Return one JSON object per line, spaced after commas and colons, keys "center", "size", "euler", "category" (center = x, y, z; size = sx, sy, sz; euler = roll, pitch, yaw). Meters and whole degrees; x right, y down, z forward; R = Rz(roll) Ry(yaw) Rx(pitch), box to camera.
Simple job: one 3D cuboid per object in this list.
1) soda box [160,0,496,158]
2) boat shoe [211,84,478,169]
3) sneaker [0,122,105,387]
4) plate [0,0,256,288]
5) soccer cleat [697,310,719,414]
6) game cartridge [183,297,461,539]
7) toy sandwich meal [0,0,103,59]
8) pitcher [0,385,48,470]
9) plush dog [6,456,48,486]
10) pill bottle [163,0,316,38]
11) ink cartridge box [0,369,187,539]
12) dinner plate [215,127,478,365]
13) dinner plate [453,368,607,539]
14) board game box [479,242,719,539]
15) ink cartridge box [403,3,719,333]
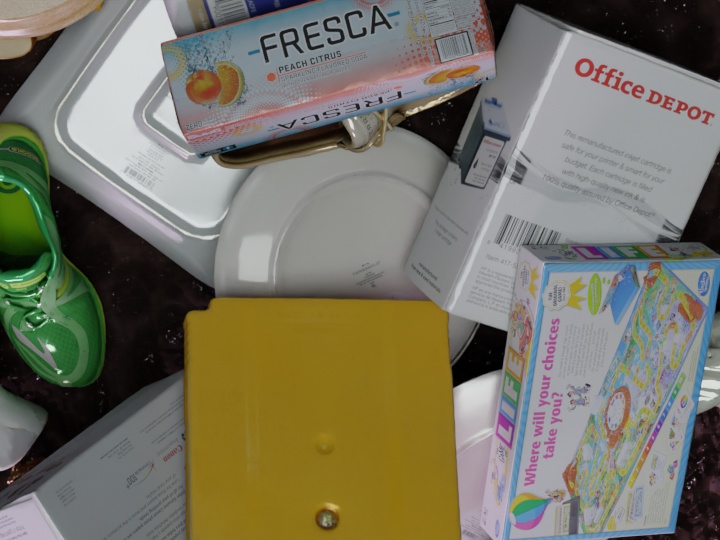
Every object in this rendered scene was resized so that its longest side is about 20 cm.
{"center": [-0.018, -0.130, 1.340], "size": [0.200, 0.068, 0.064], "euler": [-14, 79, 2], "category": "soda box"}
{"center": [-0.008, -0.107, 1.406], "size": [0.200, 0.069, 0.074], "euler": [-15, 137, 7], "category": "boat shoe"}
{"center": [-0.229, 0.001, 1.466], "size": [0.074, 0.084, 0.200], "euler": [-12, 118, 9], "category": "sneaker"}
{"center": [-0.116, -0.111, 1.467], "size": [0.200, 0.032, 0.200], "euler": [35, 104, -11], "category": "plate"}
{"center": [0.195, 0.074, 1.505], "size": [0.200, 0.069, 0.078], "euler": [-29, 124, 11], "category": "soccer cleat"}
{"center": [-0.025, 0.116, 1.396], "size": [0.176, 0.032, 0.200], "euler": [1, 70, -10], "category": "game cartridge"}
{"center": [-0.231, -0.238, 1.411], "size": [0.205, 0.070, 0.205], "euler": [0, 101, 1], "category": "toy sandwich meal"}
{"center": [-0.330, 0.049, 1.479], "size": [0.172, 0.121, 0.200], "euler": [-14, 119, 19], "category": "pitcher"}
{"center": [-0.205, 0.227, 1.501], "size": [0.160, 0.200, 0.172], "euler": [-5, 141, -28], "category": "plush dog"}
{"center": [-0.030, -0.215, 1.367], "size": [0.200, 0.116, 0.116], "euler": [-15, 107, 1], "category": "pill bottle"}
{"center": [-0.132, 0.181, 1.414], "size": [0.084, 0.200, 0.176], "euler": [-25, 97, 40], "category": "ink cartridge box"}
{"center": [0.000, 0.000, 1.468], "size": [0.200, 0.024, 0.200], "euler": [-3, 100, -19], "category": "dinner plate"}
{"center": [0.109, 0.148, 1.487], "size": [0.200, 0.024, 0.200], "euler": [-6, 127, -8], "category": "dinner plate"}
{"center": [0.158, 0.081, 1.425], "size": [0.134, 0.034, 0.200], "euler": [-1, 111, -23], "category": "board game box"}
{"center": [0.139, -0.056, 1.430], "size": [0.146, 0.086, 0.200], "euler": [18, 101, -26], "category": "ink cartridge box"}
